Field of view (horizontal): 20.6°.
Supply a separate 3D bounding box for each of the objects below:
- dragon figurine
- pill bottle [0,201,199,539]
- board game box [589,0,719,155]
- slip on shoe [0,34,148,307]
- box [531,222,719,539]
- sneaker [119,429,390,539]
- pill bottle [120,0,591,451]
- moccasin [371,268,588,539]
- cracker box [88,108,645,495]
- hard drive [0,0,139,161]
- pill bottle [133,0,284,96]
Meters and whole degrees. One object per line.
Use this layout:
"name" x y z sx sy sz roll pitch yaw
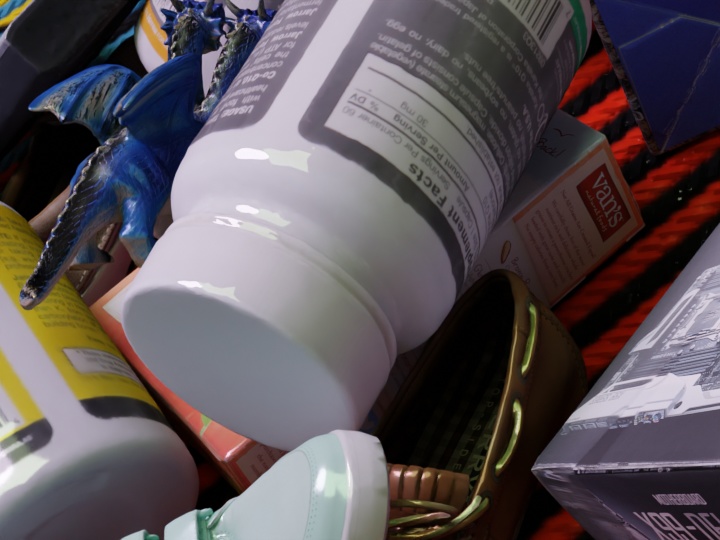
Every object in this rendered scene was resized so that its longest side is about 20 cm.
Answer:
"dragon figurine" -0.090 -0.053 0.785 0.059 0.100 0.200 1 18 34
"pill bottle" -0.160 0.041 0.794 0.114 0.114 0.200 -35 58 -6
"board game box" 0.163 -0.172 0.870 0.159 0.097 0.200 -24 39 9
"slip on shoe" -0.133 -0.059 0.975 0.076 0.061 0.201 -6 45 29
"box" 0.165 0.008 0.661 0.200 0.050 0.158 -49 14 -21
"sneaker" -0.084 0.112 0.646 0.201 0.118 0.074 -48 31 24
"pill bottle" 0.000 -0.040 0.732 0.113 0.113 0.200 5 53 38
"moccasin" 0.019 0.087 0.698 0.073 0.078 0.202 12 56 41
"cracker box" 0.000 0.000 0.824 0.200 0.058 0.134 -40 40 -10
"hard drive" -0.151 -0.112 0.981 0.140 0.033 0.200 -53 10 -30
"pill bottle" -0.010 -0.158 0.892 0.200 0.116 0.117 -56 31 23
